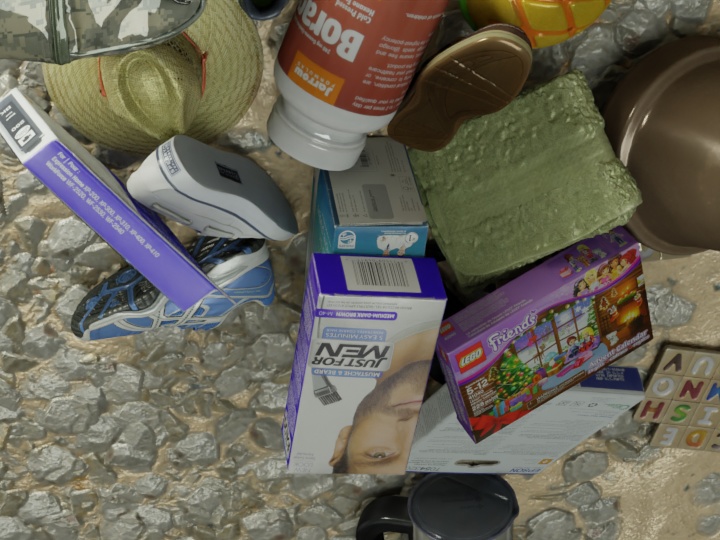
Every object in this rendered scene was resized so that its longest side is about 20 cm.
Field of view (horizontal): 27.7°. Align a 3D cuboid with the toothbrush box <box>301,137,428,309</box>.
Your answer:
[{"bbox_3d":[0.000,0.000,1.319,0.085,0.146,0.200,-1,127,-9],"label":"toothbrush box"}]

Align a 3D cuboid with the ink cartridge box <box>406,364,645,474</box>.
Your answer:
[{"bbox_3d":[0.152,0.150,1.485,0.196,0.043,0.200,6,149,-29],"label":"ink cartridge box"}]

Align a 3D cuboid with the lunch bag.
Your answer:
[{"bbox_3d":[-0.187,-0.239,1.074,0.168,0.200,0.139,4,117,-5],"label":"lunch bag"}]

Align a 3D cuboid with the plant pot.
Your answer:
[{"bbox_3d":[0.329,-0.088,1.263,0.200,0.175,0.200,-12,116,-25],"label":"plant pot"}]

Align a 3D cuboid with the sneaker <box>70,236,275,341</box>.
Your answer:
[{"bbox_3d":[-0.171,0.030,1.352,0.200,0.076,0.077,-20,123,6],"label":"sneaker"}]

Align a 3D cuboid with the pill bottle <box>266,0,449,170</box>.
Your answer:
[{"bbox_3d":[-0.004,-0.187,1.201,0.112,0.112,0.200,14,122,-20],"label":"pill bottle"}]

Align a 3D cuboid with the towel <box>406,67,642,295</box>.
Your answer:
[{"bbox_3d":[0.138,-0.078,1.284,0.200,0.036,0.149,-27,86,33],"label":"towel"}]

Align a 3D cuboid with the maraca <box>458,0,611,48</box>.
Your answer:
[{"bbox_3d":[0.164,-0.261,1.178,0.137,0.107,0.200,22,122,-34],"label":"maraca"}]

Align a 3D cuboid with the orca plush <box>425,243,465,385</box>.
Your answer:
[{"bbox_3d":[0.093,0.065,1.430,0.105,0.071,0.200,-9,127,-4],"label":"orca plush"}]

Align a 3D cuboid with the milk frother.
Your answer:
[{"bbox_3d":[0.085,0.347,1.560,0.180,0.200,0.188,-5,127,-2],"label":"milk frother"}]

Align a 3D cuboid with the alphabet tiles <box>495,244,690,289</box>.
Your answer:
[{"bbox_3d":[0.216,-0.051,1.353,0.200,0.008,0.167,-6,101,-16],"label":"alphabet tiles"}]

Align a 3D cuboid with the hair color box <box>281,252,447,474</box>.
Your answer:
[{"bbox_3d":[0.000,0.084,1.251,0.109,0.065,0.200,2,128,-11],"label":"hair color box"}]

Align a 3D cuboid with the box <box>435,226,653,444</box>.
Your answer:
[{"bbox_3d":[0.167,0.058,1.318,0.200,0.039,0.137,-30,136,-9],"label":"box"}]

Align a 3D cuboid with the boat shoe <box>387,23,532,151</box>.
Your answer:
[{"bbox_3d":[0.084,-0.165,1.209,0.072,0.072,0.200,23,156,-12],"label":"boat shoe"}]

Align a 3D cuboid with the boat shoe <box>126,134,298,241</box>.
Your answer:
[{"bbox_3d":[-0.127,-0.063,1.269,0.065,0.074,0.200,-30,151,19],"label":"boat shoe"}]

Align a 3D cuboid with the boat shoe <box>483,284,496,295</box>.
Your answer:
[{"bbox_3d":[0.156,0.019,1.416,0.074,0.060,0.200,-54,133,-20],"label":"boat shoe"}]

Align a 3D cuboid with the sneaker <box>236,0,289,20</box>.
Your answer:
[{"bbox_3d":[-0.059,-0.284,1.137,0.074,0.081,0.200,3,123,-13],"label":"sneaker"}]

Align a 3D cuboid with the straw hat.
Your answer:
[{"bbox_3d":[-0.173,-0.157,1.208,0.201,0.085,0.201,-5,126,-7],"label":"straw hat"}]

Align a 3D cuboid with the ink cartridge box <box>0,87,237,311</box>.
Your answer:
[{"bbox_3d":[-0.209,-0.052,1.209,0.043,0.200,0.198,-46,123,-3],"label":"ink cartridge box"}]

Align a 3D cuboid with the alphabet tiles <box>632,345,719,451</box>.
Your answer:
[{"bbox_3d":[0.399,0.131,1.567,0.200,0.008,0.167,7,125,-16],"label":"alphabet tiles"}]
